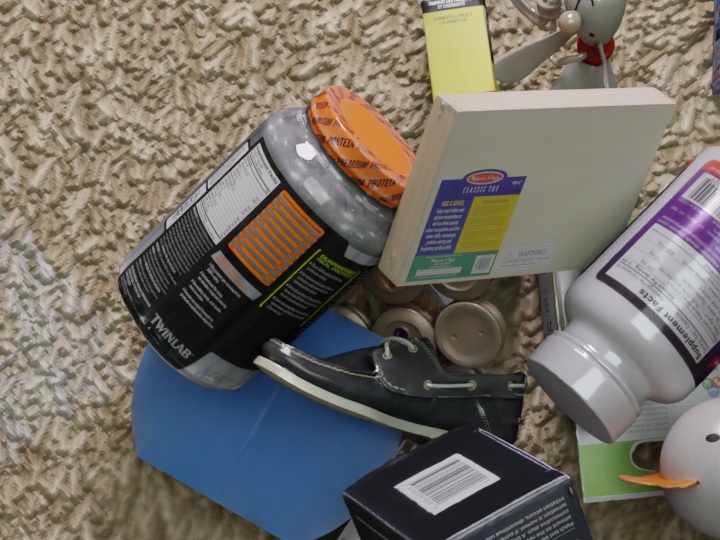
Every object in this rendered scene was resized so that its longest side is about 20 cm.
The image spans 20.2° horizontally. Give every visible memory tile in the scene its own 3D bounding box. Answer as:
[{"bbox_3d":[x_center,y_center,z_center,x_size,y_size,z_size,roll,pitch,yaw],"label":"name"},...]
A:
[{"bbox_3d":[0.000,0.000,1.431,0.199,0.017,0.154,-2,109,20],"label":"memory tile"}]

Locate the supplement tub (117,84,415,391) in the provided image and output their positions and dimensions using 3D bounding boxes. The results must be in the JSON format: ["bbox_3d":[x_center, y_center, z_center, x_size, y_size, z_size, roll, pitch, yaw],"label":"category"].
[{"bbox_3d":[-0.057,-0.023,1.359,0.200,0.122,0.123,-42,84,18],"label":"supplement tub"}]

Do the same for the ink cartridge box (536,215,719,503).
[{"bbox_3d":[0.212,0.063,1.478,0.147,0.076,0.201,-5,85,-7],"label":"ink cartridge box"}]

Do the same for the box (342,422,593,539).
[{"bbox_3d":[0.089,0.219,1.280,0.104,0.148,0.201,-27,108,-16],"label":"box"}]

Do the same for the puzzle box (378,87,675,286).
[{"bbox_3d":[0.112,-0.058,1.346,0.199,0.133,0.025,-5,36,-38],"label":"puzzle box"}]

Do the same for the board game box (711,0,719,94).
[{"bbox_3d":[0.350,-0.217,1.551,0.199,0.062,0.201,18,79,-2],"label":"board game box"}]

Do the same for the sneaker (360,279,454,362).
[{"bbox_3d":[0.035,-0.013,1.476,0.200,0.071,0.080,56,43,-10],"label":"sneaker"}]

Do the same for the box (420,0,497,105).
[{"bbox_3d":[0.082,-0.099,1.493,0.050,0.075,0.201,-7,79,5],"label":"box"}]

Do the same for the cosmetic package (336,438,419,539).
[{"bbox_3d":[0.088,0.213,1.396,0.200,0.074,0.102,36,84,-24],"label":"cosmetic package"}]

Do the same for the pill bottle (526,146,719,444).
[{"bbox_3d":[0.211,0.020,1.388,0.200,0.111,0.111,-44,86,-9],"label":"pill bottle"}]

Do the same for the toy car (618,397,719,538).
[{"bbox_3d":[0.271,0.126,1.324,0.199,0.177,0.185,-13,91,-3],"label":"toy car"}]

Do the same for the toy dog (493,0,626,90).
[{"bbox_3d":[0.143,-0.118,1.445,0.096,0.132,0.201,-42,129,-27],"label":"toy dog"}]

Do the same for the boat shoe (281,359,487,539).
[{"bbox_3d":[0.023,0.150,1.448,0.200,0.068,0.072,-45,51,-8],"label":"boat shoe"}]

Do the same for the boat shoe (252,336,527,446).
[{"bbox_3d":[0.022,0.073,1.363,0.199,0.072,0.068,17,89,-22],"label":"boat shoe"}]

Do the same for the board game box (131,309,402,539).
[{"bbox_3d":[-0.061,0.096,1.445,0.199,0.039,0.158,27,86,15],"label":"board game box"}]
